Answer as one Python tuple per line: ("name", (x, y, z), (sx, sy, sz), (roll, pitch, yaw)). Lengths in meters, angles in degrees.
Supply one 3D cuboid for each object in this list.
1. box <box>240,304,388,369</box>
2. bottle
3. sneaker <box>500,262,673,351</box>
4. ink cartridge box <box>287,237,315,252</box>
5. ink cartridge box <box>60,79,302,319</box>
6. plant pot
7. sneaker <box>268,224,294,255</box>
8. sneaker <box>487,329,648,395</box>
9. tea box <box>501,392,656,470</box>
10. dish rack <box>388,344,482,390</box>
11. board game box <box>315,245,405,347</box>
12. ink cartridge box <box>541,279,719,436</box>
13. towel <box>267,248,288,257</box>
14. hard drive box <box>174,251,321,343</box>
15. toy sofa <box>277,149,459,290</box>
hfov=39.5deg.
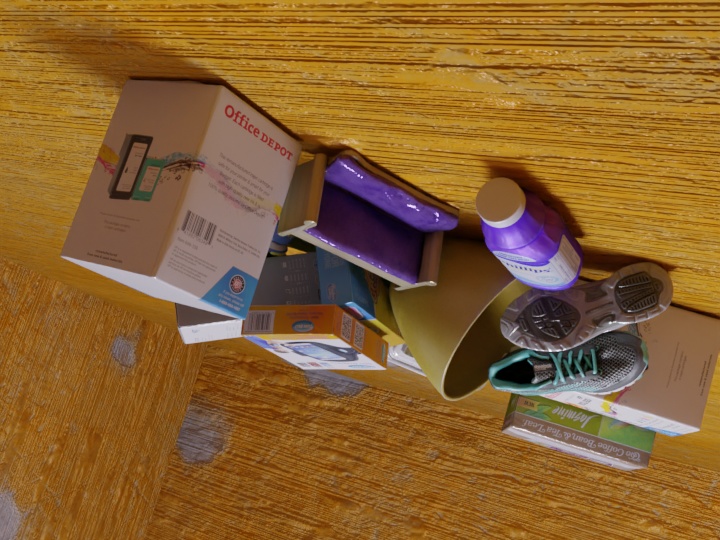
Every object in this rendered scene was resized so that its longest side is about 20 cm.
("box", (-0.047, 0.086, 1.214), (0.118, 0.042, 0.200), (-2, 159, 22))
("bottle", (0.172, -0.037, 1.040), (0.083, 0.066, 0.200), (12, 168, 28))
("sneaker", (0.264, 0.050, 1.169), (0.199, 0.078, 0.099), (-13, 170, 15))
("ink cartridge box", (-0.111, -0.071, 1.310), (0.199, 0.060, 0.104), (15, 171, 13))
("ink cartridge box", (-0.181, -0.075, 1.040), (0.145, 0.201, 0.147), (11, 167, 36))
("plant pot", (0.120, 0.038, 1.247), (0.142, 0.200, 0.200), (40, 180, 27))
("sneaker", (-0.149, -0.105, 1.204), (0.200, 0.082, 0.074), (37, -165, -17))
("sneaker", (0.239, 0.117, 1.186), (0.199, 0.078, 0.091), (-16, 173, 34))
("tea box", (0.329, 0.169, 1.459), (0.199, 0.198, 0.134), (15, 169, 5))
("dish rack", (0.134, 0.080, 1.388), (0.199, 0.172, 0.044), (24, -169, -29))
("board game box", (0.000, 0.000, 1.253), (0.040, 0.154, 0.200), (-13, 159, 17))
("ink cartridge box", (0.346, 0.117, 1.317), (0.199, 0.146, 0.147), (17, 170, 7))
("towel", (-0.163, -0.033, 1.427), (0.111, 0.049, 0.200), (14, -170, 2))
("hard drive box", (-0.135, 0.037, 1.284), (0.199, 0.077, 0.156), (-7, 170, -9))
("toy sofa", (0.014, -0.052, 1.118), (0.199, 0.083, 0.097), (26, 154, -37))
